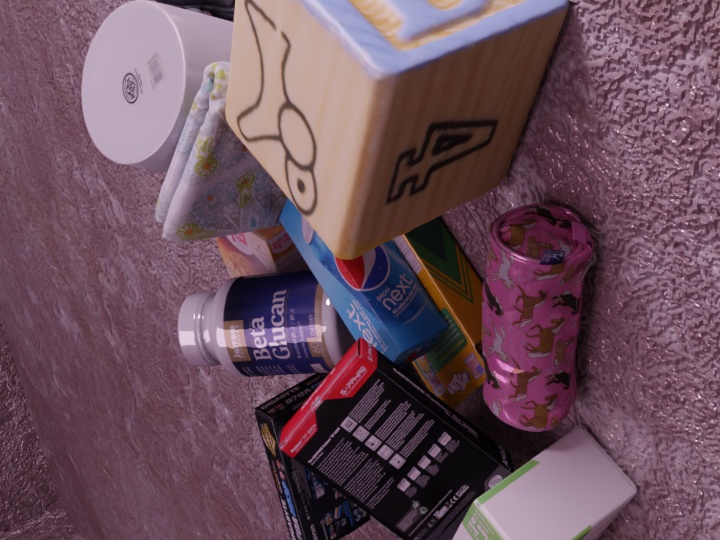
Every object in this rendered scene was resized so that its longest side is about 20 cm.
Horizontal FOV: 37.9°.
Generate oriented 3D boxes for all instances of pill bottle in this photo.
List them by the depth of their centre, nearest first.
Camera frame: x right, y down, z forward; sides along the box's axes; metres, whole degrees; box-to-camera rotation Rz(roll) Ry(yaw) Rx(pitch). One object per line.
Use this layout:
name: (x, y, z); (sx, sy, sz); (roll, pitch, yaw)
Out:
pill bottle: (-0.097, 0.059, 1.155); (0.197, 0.111, 0.113); (-6, 112, 22)

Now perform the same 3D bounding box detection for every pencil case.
pencil case: (0.152, 0.045, 0.916); (0.086, 0.082, 0.203); (43, 145, 44)

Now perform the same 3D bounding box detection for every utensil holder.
utensil holder: (-0.162, -0.178, 1.083); (0.168, 0.198, 0.174); (0, 89, 38)

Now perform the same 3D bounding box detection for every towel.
towel: (-0.100, -0.115, 1.023); (0.048, 0.169, 0.201); (51, 131, 28)

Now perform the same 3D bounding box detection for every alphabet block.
alphabet block: (0.019, -0.167, 0.853); (0.196, 0.194, 0.201); (51, 149, 25)

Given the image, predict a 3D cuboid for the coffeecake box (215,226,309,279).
coffeecake box: (-0.102, -0.002, 1.281); (0.153, 0.073, 0.202); (32, 148, 45)

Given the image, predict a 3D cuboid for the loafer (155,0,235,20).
loafer: (-0.177, -0.331, 1.192); (0.199, 0.067, 0.072); (22, 123, 45)

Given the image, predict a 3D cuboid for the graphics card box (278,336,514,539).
graphics card box: (0.036, 0.173, 1.004); (0.199, 0.126, 0.051); (37, -166, -11)

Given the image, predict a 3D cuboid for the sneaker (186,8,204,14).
sneaker: (-0.217, -0.253, 1.222); (0.097, 0.078, 0.200); (61, 159, 12)

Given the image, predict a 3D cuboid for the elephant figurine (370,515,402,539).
elephant figurine: (0.054, 0.225, 1.156); (0.141, 0.156, 0.200); (38, 177, -12)

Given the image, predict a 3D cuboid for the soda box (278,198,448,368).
soda box: (0.000, 0.000, 1.047); (0.201, 0.064, 0.068); (56, 150, 14)

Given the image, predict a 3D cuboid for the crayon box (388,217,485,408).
crayon box: (0.072, 0.033, 1.071); (0.202, 0.051, 0.126); (58, 151, 13)

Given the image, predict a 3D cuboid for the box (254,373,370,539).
box: (-0.033, 0.226, 1.287); (0.046, 0.158, 0.203); (16, 126, 52)

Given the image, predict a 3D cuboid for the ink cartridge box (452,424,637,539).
ink cartridge box: (0.158, 0.260, 1.007); (0.084, 0.144, 0.201); (48, 147, 24)
